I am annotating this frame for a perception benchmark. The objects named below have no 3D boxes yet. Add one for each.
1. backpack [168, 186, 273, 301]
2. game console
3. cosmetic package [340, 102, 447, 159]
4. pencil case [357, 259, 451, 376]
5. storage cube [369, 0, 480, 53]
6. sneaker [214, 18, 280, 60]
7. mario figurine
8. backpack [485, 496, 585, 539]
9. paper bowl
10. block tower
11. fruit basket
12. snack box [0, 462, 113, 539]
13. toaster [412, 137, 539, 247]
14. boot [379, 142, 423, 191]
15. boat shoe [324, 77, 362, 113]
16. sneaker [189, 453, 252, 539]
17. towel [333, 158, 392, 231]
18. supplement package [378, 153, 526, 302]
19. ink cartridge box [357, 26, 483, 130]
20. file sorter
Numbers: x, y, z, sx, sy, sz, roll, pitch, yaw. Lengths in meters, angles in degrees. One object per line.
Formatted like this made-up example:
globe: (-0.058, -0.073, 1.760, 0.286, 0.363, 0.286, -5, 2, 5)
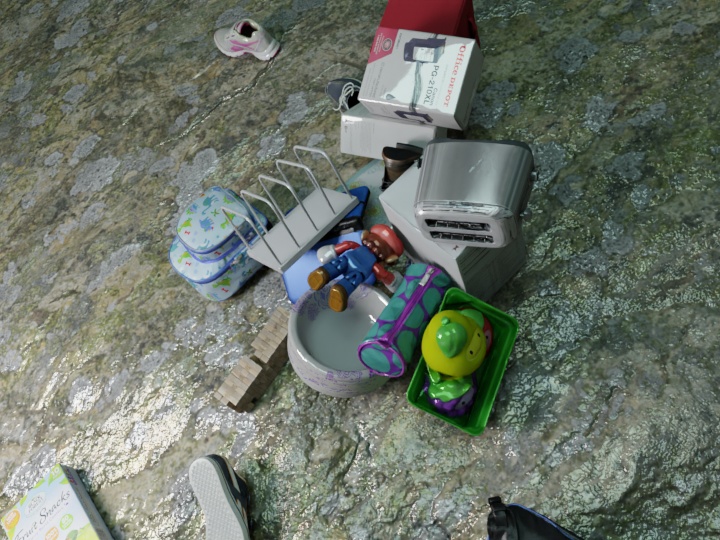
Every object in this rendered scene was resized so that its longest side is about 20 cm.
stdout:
backpack: (-0.288, -0.058, 1.297, 0.182, 0.147, 0.200, 36, 81, 35)
game console: (-0.060, -0.050, 1.244, 0.197, 0.119, 0.172, -14, 37, 25)
cosmetic package: (0.069, -0.277, 1.292, 0.197, 0.086, 0.108, 15, 31, 20)
pencil case: (0.073, 0.074, 1.028, 0.084, 0.093, 0.201, 25, 52, 11)
storage cube: (0.140, -0.467, 1.360, 0.197, 0.171, 0.182, 8, 66, 23)
sneaker: (-0.303, -0.609, 1.651, 0.197, 0.088, 0.082, 14, 67, 27)
mario figurine: (0.000, 0.000, 1.103, 0.105, 0.125, 0.199, -7, 21, 48)
backpack: (0.225, 0.431, 0.827, 0.198, 0.155, 0.191, 20, 61, 35)
paper bowl: (-0.027, 0.123, 1.098, 0.197, 0.105, 0.203, 5, 49, -5)
block tower: (-0.181, 0.168, 1.183, 0.054, 0.058, 0.201, 27, 75, 30)
fruit basket: (0.155, 0.130, 0.979, 0.154, 0.216, 0.218, 26, 69, -3)
snack box: (-0.539, 0.470, 1.141, 0.142, 0.053, 0.200, -44, 56, -9)
toaster: (0.157, -0.115, 0.945, 0.197, 0.114, 0.131, 7, 66, 21)
boot: (0.073, -0.171, 1.150, 0.073, 0.200, 0.099, 14, 108, 10)
boat shoe: (-0.011, -0.375, 1.417, 0.199, 0.061, 0.076, 37, 122, 28)
sneaker: (-0.216, 0.401, 1.056, 0.077, 0.079, 0.203, -20, 81, 15)
towel: (0.032, -0.129, 1.281, 0.199, 0.048, 0.172, -38, 59, -4)
supplement package: (0.164, -0.071, 1.106, 0.147, 0.201, 0.191, -43, 57, -8)
ink cartridge box: (0.114, -0.359, 1.194, 0.197, 0.084, 0.147, 16, 90, 23)
file sorter: (-0.132, -0.120, 1.173, 0.200, 0.125, 0.138, -43, 35, -18)
